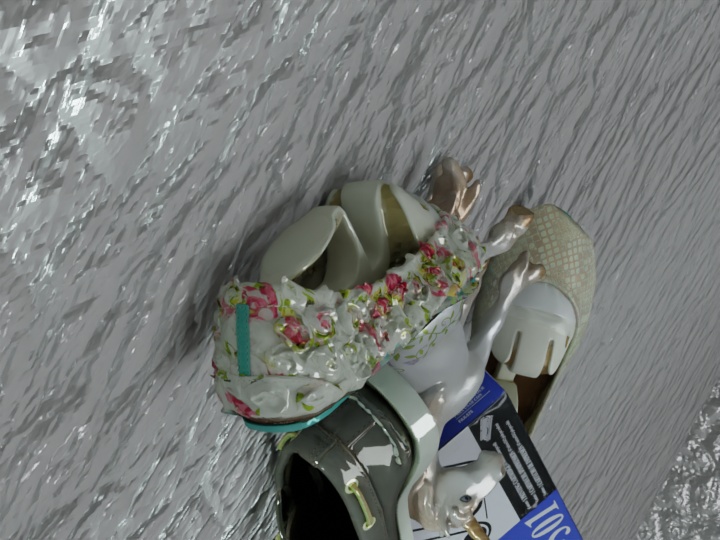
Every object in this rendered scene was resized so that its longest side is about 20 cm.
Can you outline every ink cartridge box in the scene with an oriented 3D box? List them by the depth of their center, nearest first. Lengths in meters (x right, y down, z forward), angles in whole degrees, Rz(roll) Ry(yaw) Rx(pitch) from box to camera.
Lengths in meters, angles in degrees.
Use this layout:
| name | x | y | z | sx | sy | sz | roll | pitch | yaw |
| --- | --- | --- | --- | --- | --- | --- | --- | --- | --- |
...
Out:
| name | x | y | z | sx | sy | sz | roll | pitch | yaw |
| --- | --- | --- | --- | --- | --- | --- | --- | --- | --- |
| ink cartridge box | 0.057 | 0.129 | 1.184 | 0.094 | 0.044 | 0.200 | -39 | 144 | -7 |

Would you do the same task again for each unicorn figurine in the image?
| name | x | y | z | sx | sy | sz | roll | pitch | yaw |
| --- | --- | --- | --- | --- | --- | --- | --- | --- | --- |
| unicorn figurine | 0.040 | 0.039 | 1.047 | 0.137 | 0.074 | 0.200 | -58 | 137 | -19 |

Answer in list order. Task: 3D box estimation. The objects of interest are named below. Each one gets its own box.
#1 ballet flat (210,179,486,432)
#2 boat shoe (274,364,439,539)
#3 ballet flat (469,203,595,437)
| name | x | y | z | sx | sy | sz | roll | pitch | yaw |
| --- | --- | --- | --- | --- | --- | --- | --- | --- | --- |
| ballet flat | 0.000 | 0.000 | 0.869 | 0.200 | 0.076 | 0.064 | -44 | 125 | -62 |
| boat shoe | -0.012 | 0.115 | 1.039 | 0.060 | 0.072 | 0.202 | -38 | 159 | -26 |
| ballet flat | 0.089 | 0.061 | 1.237 | 0.062 | 0.067 | 0.200 | -98 | -157 | -65 |
